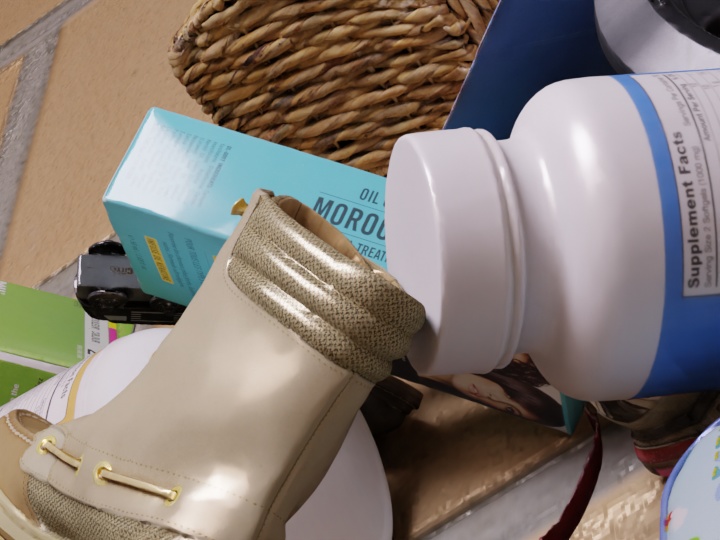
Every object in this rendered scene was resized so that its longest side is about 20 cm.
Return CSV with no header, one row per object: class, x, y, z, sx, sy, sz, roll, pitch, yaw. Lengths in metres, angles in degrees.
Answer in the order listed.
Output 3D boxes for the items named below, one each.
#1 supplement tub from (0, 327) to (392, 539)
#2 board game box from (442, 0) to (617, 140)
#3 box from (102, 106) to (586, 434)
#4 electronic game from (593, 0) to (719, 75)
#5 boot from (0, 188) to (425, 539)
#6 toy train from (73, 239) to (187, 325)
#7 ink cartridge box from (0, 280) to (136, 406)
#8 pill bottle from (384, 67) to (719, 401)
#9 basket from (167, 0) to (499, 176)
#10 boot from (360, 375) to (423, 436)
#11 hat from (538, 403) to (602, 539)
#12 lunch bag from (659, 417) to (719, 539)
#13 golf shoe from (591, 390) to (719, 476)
supplement tub,-0.101,0.112,1.087,0.199,0.145,0.145,-28,25,25
board game box,0.086,-0.115,1.166,0.158,0.039,0.201,-18,-40,-47
box,0.000,0.000,1.075,0.199,0.082,0.049,18,66,18
electronic game,0.194,-0.109,1.070,0.199,0.042,0.200,-4,37,3
boot,-0.060,0.044,0.924,0.156,0.073,0.200,-61,26,0
toy train,-0.026,0.013,1.161,0.046,0.199,0.034,102,170,-65
ink cartridge box,-0.147,0.026,1.248,0.148,0.075,0.201,-117,41,-78
pill bottle,0.113,-0.013,0.913,0.199,0.113,0.112,-5,20,-11
basket,0.012,-0.147,1.387,0.200,0.143,0.149,-14,35,46
boot,-0.051,0.086,1.185,0.200,0.075,0.097,-5,59,53
hat,0.032,0.177,0.838,0.200,0.166,0.176,-35,-1,10
lunch bag,0.169,0.098,0.775,0.160,0.083,0.200,-30,25,24
golf shoe,0.143,-0.020,1.022,0.072,0.092,0.200,-16,31,47
